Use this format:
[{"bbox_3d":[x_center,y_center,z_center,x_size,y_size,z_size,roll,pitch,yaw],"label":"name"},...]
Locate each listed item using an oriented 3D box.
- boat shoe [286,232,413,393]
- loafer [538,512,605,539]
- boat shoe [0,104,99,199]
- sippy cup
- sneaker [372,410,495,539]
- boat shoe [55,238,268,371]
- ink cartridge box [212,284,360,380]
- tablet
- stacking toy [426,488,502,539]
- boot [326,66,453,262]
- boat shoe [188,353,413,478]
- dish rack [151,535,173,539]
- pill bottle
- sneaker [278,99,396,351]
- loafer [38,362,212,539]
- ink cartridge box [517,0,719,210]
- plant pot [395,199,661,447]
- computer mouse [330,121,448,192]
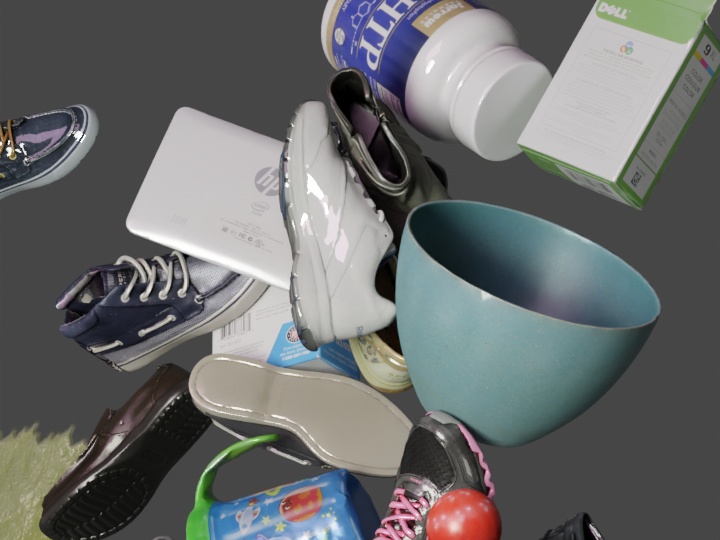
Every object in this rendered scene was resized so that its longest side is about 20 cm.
[{"bbox_3d":[0.000,0.000,1.442,0.073,0.063,0.201,-25,71,-17],"label":"boat shoe"},{"bbox_3d":[0.185,0.253,1.253,0.071,0.068,0.201,-51,46,16],"label":"loafer"},{"bbox_3d":[-0.364,-0.124,1.809,0.199,0.091,0.071,-24,56,24],"label":"boat shoe"},{"bbox_3d":[-0.048,0.223,1.395,0.130,0.178,0.140,-24,26,10],"label":"sippy cup"},{"bbox_3d":[0.038,0.202,1.316,0.079,0.095,0.201,23,115,42],"label":"sneaker"},{"bbox_3d":[-0.167,0.015,1.515,0.199,0.093,0.075,-35,52,20],"label":"boat shoe"},{"bbox_3d":[-0.065,0.006,1.549,0.115,0.068,0.201,-17,61,29],"label":"ink cartridge box"},{"bbox_3d":[-0.083,-0.055,1.500,0.199,0.014,0.131,20,64,2],"label":"tablet"},{"bbox_3d":[0.100,0.250,1.256,0.085,0.085,0.201,-21,85,26],"label":"stacking toy"},{"bbox_3d":[0.032,-0.063,1.430,0.067,0.131,0.201,-33,84,3],"label":"boot"},{"bbox_3d":[-0.044,0.123,1.463,0.199,0.063,0.073,18,66,8],"label":"boat shoe"},{"bbox_3d":[-0.184,0.340,1.477,0.200,0.054,0.154,-44,50,10],"label":"dish rack"},{"bbox_3d":[0.068,-0.177,1.509,0.120,0.120,0.200,-53,50,3],"label":"pill bottle"},{"bbox_3d":[-0.019,-0.037,1.394,0.086,0.075,0.201,-6,77,-5],"label":"sneaker"},{"bbox_3d":[-0.208,0.162,1.585,0.200,0.073,0.071,-43,41,5],"label":"loafer"},{"bbox_3d":[0.222,-0.160,1.429,0.104,0.059,0.201,26,85,40],"label":"ink cartridge box"},{"bbox_3d":[0.109,0.051,1.344,0.200,0.199,0.136,39,120,40],"label":"plant pot"},{"bbox_3d":[0.009,-0.090,1.572,0.200,0.034,0.059,27,105,45],"label":"computer mouse"}]
